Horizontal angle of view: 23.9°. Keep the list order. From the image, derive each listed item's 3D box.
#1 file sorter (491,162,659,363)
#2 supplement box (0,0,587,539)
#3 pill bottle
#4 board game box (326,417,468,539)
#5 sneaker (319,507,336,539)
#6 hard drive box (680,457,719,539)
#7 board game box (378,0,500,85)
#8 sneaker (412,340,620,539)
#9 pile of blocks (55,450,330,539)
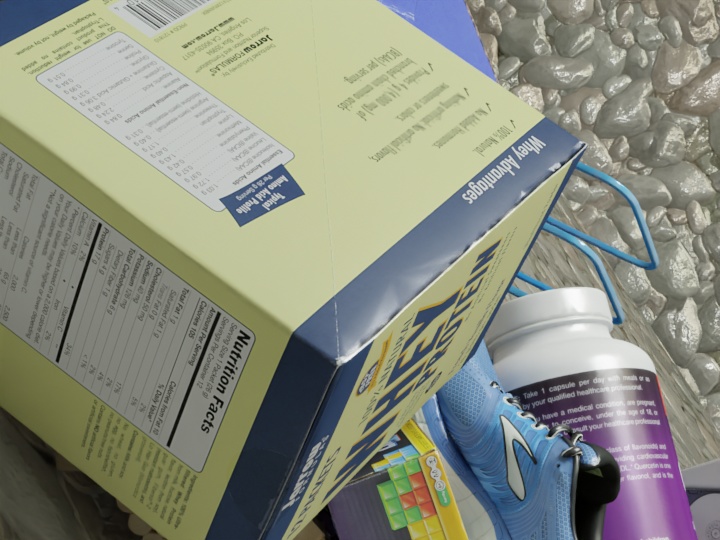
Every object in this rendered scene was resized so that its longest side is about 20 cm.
[{"bbox_3d":[0.090,0.027,1.112,0.122,0.201,0.139,27,-13,28],"label":"file sorter"},{"bbox_3d":[-0.054,-0.021,0.696,0.199,0.135,0.200,36,42,13],"label":"supplement box"},{"bbox_3d":[0.125,0.116,0.964,0.112,0.112,0.201,27,49,-62],"label":"pill bottle"},{"bbox_3d":[0.034,0.173,0.795,0.165,0.056,0.201,-146,-143,-86],"label":"board game box"},{"bbox_3d":[-0.003,0.115,0.912,0.200,0.087,0.074,55,-4,-12],"label":"sneaker"},{"bbox_3d":[0.204,0.201,1.008,0.077,0.199,0.157,13,59,-51],"label":"hard drive box"},{"bbox_3d":[-0.015,-0.140,1.184,0.199,0.097,0.160,2,-56,50],"label":"board game box"},{"bbox_3d":[0.089,0.102,0.881,0.078,0.089,0.201,31,32,-59],"label":"sneaker"},{"bbox_3d":[-0.059,0.109,0.767,0.200,0.082,0.062,53,14,-5],"label":"pile of blocks"}]
